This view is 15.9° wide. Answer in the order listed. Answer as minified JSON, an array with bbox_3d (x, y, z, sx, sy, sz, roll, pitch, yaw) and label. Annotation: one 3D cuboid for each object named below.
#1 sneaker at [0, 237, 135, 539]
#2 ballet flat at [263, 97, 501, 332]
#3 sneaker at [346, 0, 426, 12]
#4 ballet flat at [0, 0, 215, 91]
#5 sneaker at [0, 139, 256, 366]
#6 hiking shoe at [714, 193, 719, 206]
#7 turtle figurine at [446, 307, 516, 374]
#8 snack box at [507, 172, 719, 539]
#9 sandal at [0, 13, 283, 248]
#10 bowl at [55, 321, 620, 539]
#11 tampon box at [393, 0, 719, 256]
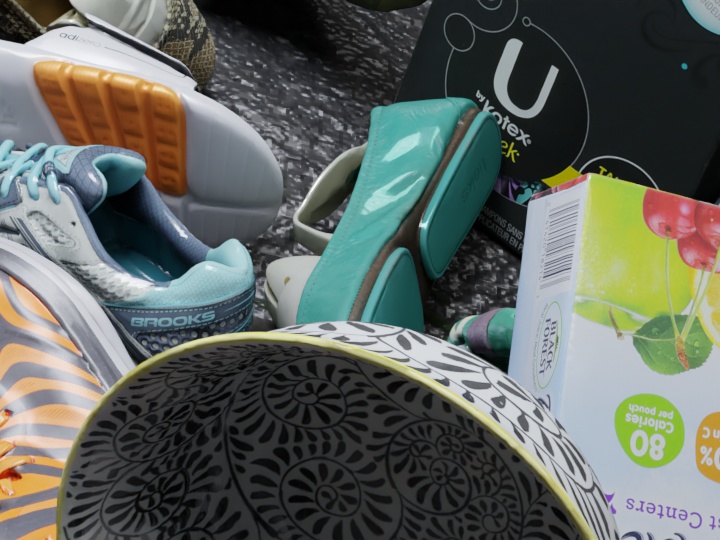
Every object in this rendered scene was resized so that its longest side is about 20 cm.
[{"bbox_3d":[-0.129,0.065,0.915,0.200,0.078,0.112,39,42,20],"label":"sneaker"},{"bbox_3d":[0.000,0.000,1.063,0.070,0.067,0.200,3,41,21],"label":"ballet flat"},{"bbox_3d":[-0.042,-0.154,1.182,0.090,0.067,0.200,-11,22,-20],"label":"sneaker"},{"bbox_3d":[-0.140,-0.137,1.100,0.200,0.068,0.075,41,-5,-15],"label":"ballet flat"},{"bbox_3d":[-0.121,-0.024,1.012,0.200,0.086,0.078,30,39,11],"label":"sneaker"},{"bbox_3d":[0.225,-0.008,1.108,0.200,0.075,0.087,-4,5,-42],"label":"hiking shoe"},{"bbox_3d":[0.095,0.056,1.014,0.150,0.101,0.200,37,48,18],"label":"turtle figurine"},{"bbox_3d":[0.121,0.079,0.934,0.142,0.053,0.201,13,76,-20],"label":"snack box"},{"bbox_3d":[-0.126,-0.075,1.076,0.206,0.079,0.059,19,42,0],"label":"sandal"},{"bbox_3d":[0.009,0.089,0.841,0.200,0.201,0.094,29,35,10],"label":"bowl"},{"bbox_3d":[0.125,-0.108,1.127,0.150,0.200,0.126,37,42,20],"label":"tampon box"}]
